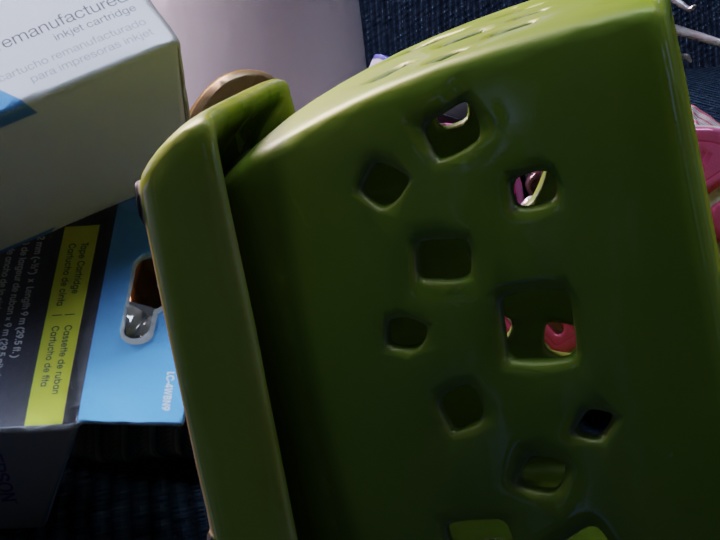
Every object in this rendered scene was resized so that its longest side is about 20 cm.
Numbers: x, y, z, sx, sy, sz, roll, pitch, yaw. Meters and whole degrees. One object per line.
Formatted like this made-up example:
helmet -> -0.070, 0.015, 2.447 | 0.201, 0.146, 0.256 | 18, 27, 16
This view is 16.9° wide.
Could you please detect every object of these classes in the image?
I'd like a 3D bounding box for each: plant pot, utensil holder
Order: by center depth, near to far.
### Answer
plant pot -> 0.035, 0.013, 0.832 | 0.181, 0.199, 0.200 | -10, 8, 8
utensil holder -> -0.073, -0.090, 1.556 | 0.170, 0.200, 0.170 | -5, 9, 1

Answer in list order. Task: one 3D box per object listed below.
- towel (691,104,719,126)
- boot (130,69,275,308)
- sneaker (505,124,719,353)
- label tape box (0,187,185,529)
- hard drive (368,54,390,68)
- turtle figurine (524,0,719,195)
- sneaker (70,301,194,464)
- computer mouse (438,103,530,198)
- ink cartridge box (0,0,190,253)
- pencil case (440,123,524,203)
towel -> 0.243, -0.038, 1.400 | 0.146, 0.030, 0.200 | 33, 11, 1
boot -> -0.087, -0.046, 1.142 | 0.071, 0.201, 0.144 | -11, 45, -21
sneaker -> 0.087, 0.012, 0.990 | 0.200, 0.074, 0.087 | -42, -15, 17
label tape box -> -0.159, 0.036, 0.988 | 0.200, 0.066, 0.143 | -2, 42, 5
hard drive -> 0.114, -0.069, 1.392 | 0.200, 0.025, 0.132 | 13, 19, -35
turtle figurine -> 0.121, -0.050, 1.075 | 0.101, 0.150, 0.200 | -26, 17, -6
sneaker -> -0.063, 0.049, 1.077 | 0.200, 0.075, 0.115 | 12, 10, 37
computer mouse -> 0.031, -0.034, 1.224 | 0.140, 0.046, 0.200 | 4, -31, 25
ink cartridge box -> -0.179, -0.105, 1.011 | 0.145, 0.084, 0.200 | -25, 55, -17
pencil case -> 0.000, 0.000, 1.139 | 0.091, 0.094, 0.200 | -6, -10, -23
